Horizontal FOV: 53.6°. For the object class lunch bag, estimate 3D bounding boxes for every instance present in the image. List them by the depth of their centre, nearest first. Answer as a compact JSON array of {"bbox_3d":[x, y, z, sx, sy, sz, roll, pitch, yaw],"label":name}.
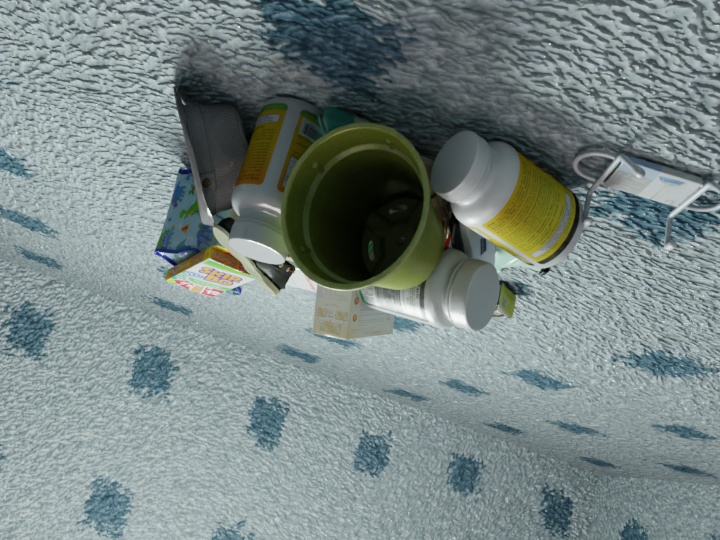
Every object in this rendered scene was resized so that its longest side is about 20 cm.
[{"bbox_3d":[-0.264,-0.069,1.309,0.124,0.175,0.200,1,158,30],"label":"lunch bag"}]

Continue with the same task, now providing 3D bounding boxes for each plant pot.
[{"bbox_3d":[0.024,-0.058,0.922,0.195,0.207,0.184,8,171,25],"label":"plant pot"}]

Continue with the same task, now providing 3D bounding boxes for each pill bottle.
[{"bbox_3d":[0.187,-0.092,0.914,0.197,0.115,0.111,27,160,-31],"label":"pill bottle"},{"bbox_3d":[-0.111,-0.119,0.967,0.108,0.205,0.111,15,163,5],"label":"pill bottle"},{"bbox_3d":[0.096,0.019,1.042,0.196,0.116,0.113,14,165,38],"label":"pill bottle"}]

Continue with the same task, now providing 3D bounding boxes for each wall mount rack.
[{"bbox_3d":[0.349,-0.089,0.836,0.194,0.077,0.174,16,162,1],"label":"wall mount rack"}]

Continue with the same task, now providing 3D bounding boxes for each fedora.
[{"bbox_3d":[-0.205,-0.167,1.027,0.088,0.206,0.177,-12,-157,-11],"label":"fedora"}]

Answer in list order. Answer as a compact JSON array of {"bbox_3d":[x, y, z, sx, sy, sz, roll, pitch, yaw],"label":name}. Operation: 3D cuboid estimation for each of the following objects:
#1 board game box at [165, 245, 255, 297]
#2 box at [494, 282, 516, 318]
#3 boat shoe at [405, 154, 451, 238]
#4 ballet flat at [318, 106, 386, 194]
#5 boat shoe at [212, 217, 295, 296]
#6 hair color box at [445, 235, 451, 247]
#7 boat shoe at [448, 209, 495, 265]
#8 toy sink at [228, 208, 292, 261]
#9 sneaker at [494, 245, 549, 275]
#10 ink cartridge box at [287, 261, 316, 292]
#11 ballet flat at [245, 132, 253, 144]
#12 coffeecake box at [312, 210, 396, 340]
[{"bbox_3d":[-0.251,0.004,1.215,0.094,0.031,0.198,23,152,-32],"label":"board game box"},{"bbox_3d":[0.210,0.055,1.444,0.196,0.051,0.075,4,159,37],"label":"box"},{"bbox_3d":[0.101,-0.097,1.053,0.072,0.071,0.200,9,159,27],"label":"boat shoe"},{"bbox_3d":[0.010,-0.164,0.971,0.069,0.069,0.200,-15,151,16],"label":"ballet flat"},{"bbox_3d":[-0.160,-0.031,1.089,0.073,0.064,0.202,34,170,30],"label":"boat shoe"},{"bbox_3d":[0.081,-0.042,1.255,0.196,0.063,0.101,5,160,36],"label":"hair color box"},{"bbox_3d":[0.159,-0.071,1.043,0.067,0.071,0.203,37,154,36],"label":"boat shoe"},{"bbox_3d":[-0.100,-0.093,1.156,0.195,0.134,0.112,18,163,-1],"label":"toy sink"},{"bbox_3d":[0.242,-0.015,1.153,0.116,0.075,0.201,24,160,-3],"label":"sneaker"},{"bbox_3d":[-0.163,-0.030,1.479,0.194,0.088,0.147,13,163,10],"label":"ink cartridge box"},{"bbox_3d":[-0.101,-0.149,1.082,0.194,0.074,0.068,17,159,0],"label":"ballet flat"},{"bbox_3d":[0.000,0.000,1.148,0.071,0.207,0.152,8,-177,30],"label":"coffeecake box"}]
